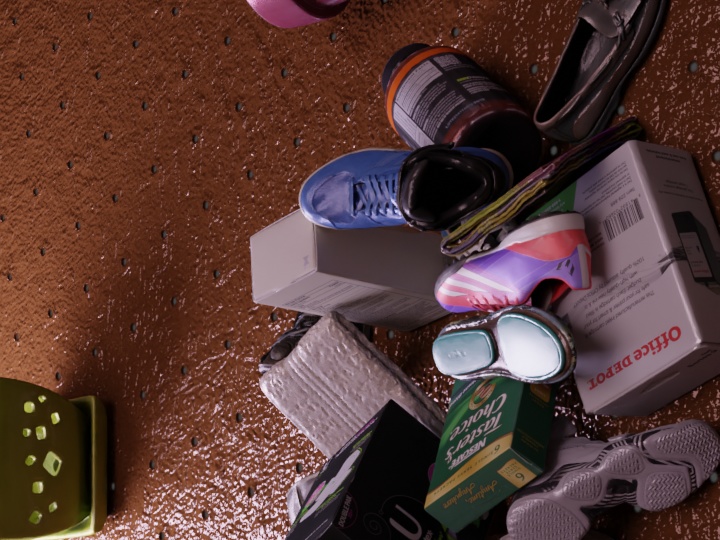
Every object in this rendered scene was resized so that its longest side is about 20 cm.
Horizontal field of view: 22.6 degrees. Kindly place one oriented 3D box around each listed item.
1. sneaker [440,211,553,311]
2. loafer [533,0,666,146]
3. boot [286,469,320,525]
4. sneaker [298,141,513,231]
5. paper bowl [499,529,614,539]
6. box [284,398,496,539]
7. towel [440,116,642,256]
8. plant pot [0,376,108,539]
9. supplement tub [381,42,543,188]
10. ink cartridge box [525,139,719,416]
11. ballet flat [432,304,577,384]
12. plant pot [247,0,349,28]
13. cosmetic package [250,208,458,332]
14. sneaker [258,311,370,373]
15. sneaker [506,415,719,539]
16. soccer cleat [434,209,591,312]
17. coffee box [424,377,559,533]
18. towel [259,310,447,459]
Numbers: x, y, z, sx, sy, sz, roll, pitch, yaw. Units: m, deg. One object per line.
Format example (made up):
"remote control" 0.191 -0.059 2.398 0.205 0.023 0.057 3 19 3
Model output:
"sneaker" 0.128 -0.020 1.707 0.072 0.072 0.200 -45 40 3
"loafer" 0.221 -0.210 1.657 0.072 0.063 0.201 37 111 46
"boot" -0.048 0.323 1.872 0.182 0.072 0.201 -32 67 26
"sneaker" 0.032 -0.073 1.612 0.199 0.111 0.077 -3 95 13
"paper bowl" 0.163 0.329 1.605 0.200 0.104 0.202 -13 73 47
"box" 0.023 0.250 1.677 0.124 0.148 0.200 -46 9 34
"towel" 0.163 -0.075 1.615 0.144 0.200 0.023 -38 85 36
"plant pot" -0.425 0.245 2.232 0.199 0.181 0.201 -15 73 47
"supplement tub" 0.091 -0.151 1.754 0.107 0.107 0.200 -64 33 19
"ink cartridge box" 0.243 0.011 1.578 0.146 0.084 0.201 -38 57 41
"ballet flat" 0.142 0.061 1.585 0.200 0.074 0.075 -1 83 58
"plant pot" -0.023 -0.368 1.880 0.178 0.200 0.201 -10 76 32
"cosmetic package" 0.000 0.000 1.769 0.105 0.199 0.071 -25 62 43
"sneaker" -0.049 0.057 1.886 0.076 0.114 0.200 -18 69 44
"sneaker" 0.216 0.166 1.584 0.199 0.075 0.115 -27 24 12
"soccer cleat" 0.133 0.011 1.604 0.200 0.068 0.073 -32 67 51
"coffee box" 0.126 0.133 1.645 0.123 0.044 0.200 -40 20 37
"towel" 0.006 0.142 1.794 0.200 0.034 0.133 45 125 0
